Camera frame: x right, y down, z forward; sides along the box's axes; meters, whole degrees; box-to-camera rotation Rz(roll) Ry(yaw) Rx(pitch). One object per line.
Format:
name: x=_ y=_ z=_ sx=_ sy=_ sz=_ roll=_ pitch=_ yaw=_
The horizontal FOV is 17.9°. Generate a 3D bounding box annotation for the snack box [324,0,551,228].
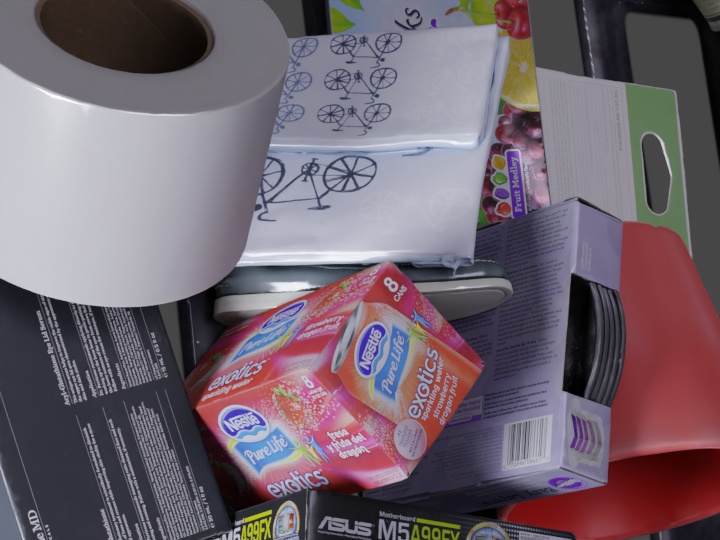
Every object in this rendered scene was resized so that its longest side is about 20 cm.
snack box: x=0.052 y=-0.116 z=1.588 sx=0.142 sy=0.053 sz=0.201 roll=-5 pitch=76 yaw=-2

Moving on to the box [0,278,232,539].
box: x=-0.182 y=0.089 z=1.389 sx=0.141 sy=0.079 sz=0.201 roll=-14 pitch=84 yaw=-39

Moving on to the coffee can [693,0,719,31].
coffee can: x=0.275 y=-0.308 z=1.774 sx=0.146 sy=0.146 sz=0.200 roll=-43 pitch=101 yaw=-35

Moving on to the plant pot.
plant pot: x=0.173 y=0.074 z=1.569 sx=0.200 sy=0.200 sz=0.178 roll=5 pitch=63 yaw=-32

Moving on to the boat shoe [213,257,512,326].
boat shoe: x=0.000 y=0.000 z=1.482 sx=0.073 sy=0.199 sz=0.062 roll=47 pitch=42 yaw=-65

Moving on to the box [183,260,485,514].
box: x=-0.031 y=0.079 z=1.416 sx=0.096 sy=0.200 sz=0.100 roll=48 pitch=56 yaw=-14

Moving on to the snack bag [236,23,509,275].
snack bag: x=-0.005 y=-0.081 z=1.499 sx=0.021 sy=0.188 sz=0.200 roll=69 pitch=26 yaw=-50

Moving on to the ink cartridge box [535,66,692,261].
ink cartridge box: x=0.147 y=-0.074 z=1.675 sx=0.199 sy=0.048 sz=0.146 roll=7 pitch=72 yaw=-32

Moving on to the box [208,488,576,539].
box: x=0.010 y=0.184 z=1.436 sx=0.199 sy=0.160 sz=0.044 roll=13 pitch=70 yaw=-29

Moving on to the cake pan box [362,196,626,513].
cake pan box: x=0.087 y=0.062 z=1.499 sx=0.052 sy=0.200 sz=0.185 roll=20 pitch=64 yaw=-36

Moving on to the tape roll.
tape roll: x=-0.152 y=-0.092 z=1.372 sx=0.202 sy=0.139 sz=0.203 roll=10 pitch=35 yaw=-7
